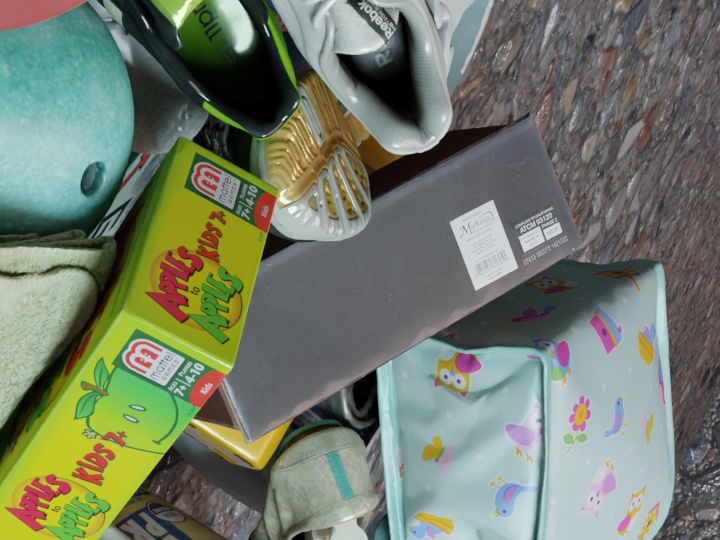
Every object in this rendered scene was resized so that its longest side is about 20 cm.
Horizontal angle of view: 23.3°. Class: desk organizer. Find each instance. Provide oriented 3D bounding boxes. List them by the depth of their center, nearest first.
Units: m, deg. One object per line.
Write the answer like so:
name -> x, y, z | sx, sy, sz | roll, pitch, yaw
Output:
desk organizer -> 0.000, 0.000, 0.840 | 0.199, 0.077, 0.072 | -29, 103, -23

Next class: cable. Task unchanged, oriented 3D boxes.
cable -> 0.038, 0.028, 0.964 | 0.200, 0.050, 0.098 | -22, 115, -66

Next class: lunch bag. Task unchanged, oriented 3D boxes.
lunch bag -> 0.091, 0.106, 0.940 | 0.170, 0.121, 0.202 | -28, 120, -53

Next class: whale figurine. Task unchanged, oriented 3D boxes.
whale figurine -> -0.155, -0.053, 0.635 | 0.200, 0.103, 0.161 | -1, 114, -68

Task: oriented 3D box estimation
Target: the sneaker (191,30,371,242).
sneaker -> -0.044, -0.055, 0.800 | 0.200, 0.087, 0.076 | -79, 150, -69

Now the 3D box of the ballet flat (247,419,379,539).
ballet flat -> -0.025, 0.148, 0.939 | 0.067, 0.063, 0.201 | -21, 155, -14

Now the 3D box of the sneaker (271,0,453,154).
sneaker -> -0.015, -0.131, 0.685 | 0.201, 0.075, 0.081 | 55, 14, -31

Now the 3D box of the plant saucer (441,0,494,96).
plant saucer -> 0.028, -0.165, 1.049 | 0.201, 0.038, 0.202 | -49, 153, -35

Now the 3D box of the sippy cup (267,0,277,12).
sippy cup -> -0.011, -0.187, 0.811 | 0.177, 0.140, 0.131 | 2, 120, -43

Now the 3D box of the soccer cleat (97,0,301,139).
soccer cleat -> -0.087, -0.130, 0.659 | 0.067, 0.081, 0.200 | -42, 125, 2

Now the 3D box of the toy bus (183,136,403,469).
toy bus -> -0.036, -0.001, 0.910 | 0.201, 0.065, 0.078 | -60, -161, -13

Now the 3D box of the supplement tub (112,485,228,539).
supplement tub -> -0.098, 0.208, 0.915 | 0.145, 0.199, 0.145 | -47, 153, -33

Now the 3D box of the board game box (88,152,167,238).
board game box -> -0.140, 0.020, 0.859 | 0.201, 0.029, 0.135 | -55, 156, -28

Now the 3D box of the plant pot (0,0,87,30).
plant pot -> -0.122, -0.177, 0.490 | 0.201, 0.199, 0.178 | -52, 165, -30

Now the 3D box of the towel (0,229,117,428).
towel -> -0.186, 0.055, 0.641 | 0.148, 0.037, 0.200 | -5, 146, -51

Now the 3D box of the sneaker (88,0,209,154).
sneaker -> -0.096, -0.156, 0.751 | 0.082, 0.076, 0.202 | -94, -171, -64

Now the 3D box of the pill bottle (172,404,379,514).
pill bottle -> -0.021, 0.043, 1.051 | 0.201, 0.110, 0.111 | -57, 158, -21

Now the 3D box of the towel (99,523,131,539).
towel -> -0.134, 0.230, 0.832 | 0.193, 0.199, 0.035 | -56, 169, 11

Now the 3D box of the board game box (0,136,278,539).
board game box -> -0.107, 0.051, 0.710 | 0.200, 0.047, 0.102 | -51, -162, 39
